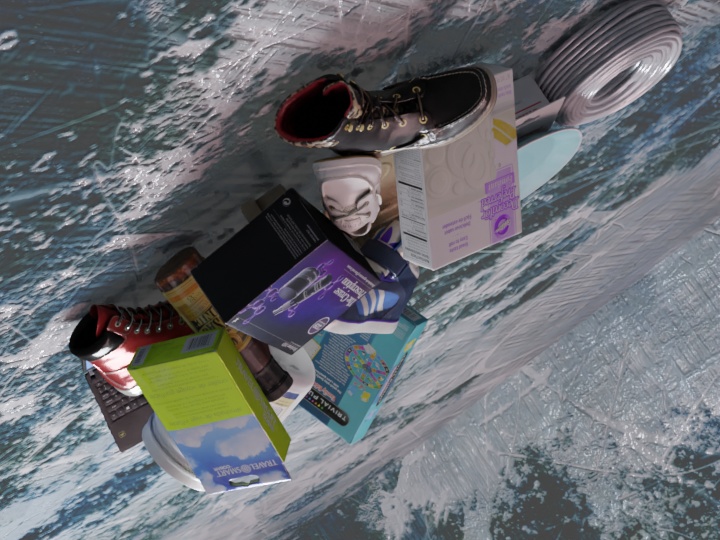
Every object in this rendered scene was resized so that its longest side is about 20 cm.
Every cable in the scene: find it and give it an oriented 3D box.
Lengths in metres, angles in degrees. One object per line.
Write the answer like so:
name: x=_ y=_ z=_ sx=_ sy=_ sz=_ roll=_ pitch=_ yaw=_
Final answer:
cable: x=0.311 y=-0.257 z=1.636 sx=0.199 sy=0.069 sz=0.200 roll=-31 pitch=164 yaw=-7

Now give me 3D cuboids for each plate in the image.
plate: x=0.189 y=-0.124 z=1.631 sx=0.199 sy=0.026 sz=0.200 roll=-30 pitch=163 yaw=-10

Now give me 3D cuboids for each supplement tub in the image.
supplement tub: x=-0.166 y=0.161 z=1.614 sx=0.200 sy=0.144 sz=0.144 roll=-50 pitch=160 yaw=14

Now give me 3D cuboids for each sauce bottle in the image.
sauce bottle: x=-0.150 y=0.065 z=1.478 sx=0.066 sy=0.200 sz=0.066 roll=-36 pitch=-161 yaw=14

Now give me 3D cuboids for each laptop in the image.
laptop: x=-0.248 y=0.128 z=1.637 sx=0.176 sy=0.201 sz=0.103 roll=-27 pitch=-152 yaw=-17

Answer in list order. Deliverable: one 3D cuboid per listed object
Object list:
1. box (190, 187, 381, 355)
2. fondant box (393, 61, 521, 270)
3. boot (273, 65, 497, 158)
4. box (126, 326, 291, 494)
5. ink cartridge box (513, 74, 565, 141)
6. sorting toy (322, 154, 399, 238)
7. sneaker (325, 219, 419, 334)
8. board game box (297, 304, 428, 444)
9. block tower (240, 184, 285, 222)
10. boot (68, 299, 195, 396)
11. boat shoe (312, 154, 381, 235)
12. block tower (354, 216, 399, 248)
box: x=-0.076 y=0.007 z=1.415 sx=0.141 sy=0.079 sz=0.200 roll=-37 pitch=159 yaw=7
fondant box: x=0.109 y=-0.120 z=1.466 sx=0.144 sy=0.058 sz=0.201 roll=-23 pitch=119 yaw=-32
boot: x=0.023 y=-0.162 z=1.303 sx=0.199 sy=0.074 sz=0.150 roll=-12 pitch=173 yaw=31
box: x=-0.166 y=0.164 z=1.484 sx=0.121 sy=0.201 sz=0.048 roll=-13 pitch=-148 yaw=23
ink cartridge box: x=0.170 y=-0.170 z=1.626 sx=0.116 sy=0.068 sz=0.200 roll=-27 pitch=164 yaw=-19
sorting toy: x=0.032 y=-0.119 z=1.587 sx=0.184 sy=0.037 sz=0.200 roll=-27 pitch=159 yaw=-19
sneaker: x=0.000 y=0.000 z=1.627 sx=0.199 sy=0.080 sz=0.147 roll=8 pitch=105 yaw=-51
board game box: x=-0.019 y=0.111 z=1.775 sx=0.201 sy=0.151 sz=0.047 roll=-62 pitch=162 yaw=20
block tower: x=-0.086 y=-0.039 z=1.524 sx=0.058 sy=0.054 sz=0.200 roll=-33 pitch=165 yaw=-1
boot: x=-0.233 y=0.054 z=1.501 sx=0.199 sy=0.073 sz=0.144 roll=-36 pitch=145 yaw=0
boat shoe: x=-0.008 y=-0.077 z=1.408 sx=0.070 sy=0.070 sz=0.200 roll=-3 pitch=171 yaw=9
block tower: x=0.034 y=-0.056 z=1.733 sx=0.199 sy=0.054 sz=0.058 roll=-26 pitch=162 yaw=-26
